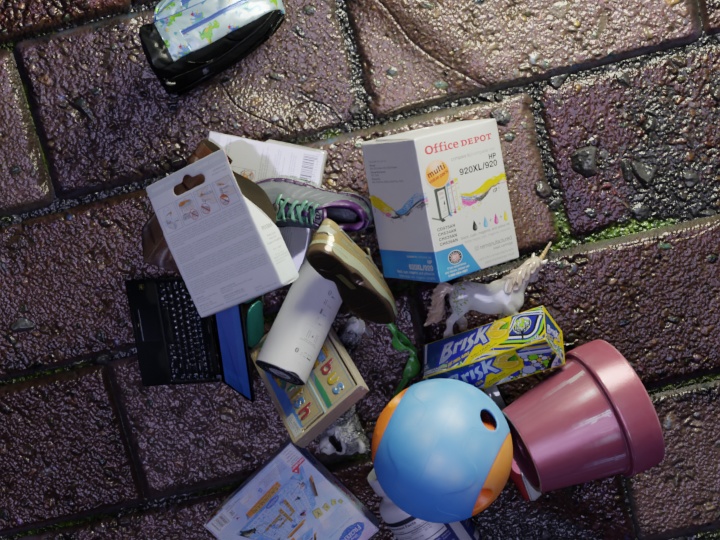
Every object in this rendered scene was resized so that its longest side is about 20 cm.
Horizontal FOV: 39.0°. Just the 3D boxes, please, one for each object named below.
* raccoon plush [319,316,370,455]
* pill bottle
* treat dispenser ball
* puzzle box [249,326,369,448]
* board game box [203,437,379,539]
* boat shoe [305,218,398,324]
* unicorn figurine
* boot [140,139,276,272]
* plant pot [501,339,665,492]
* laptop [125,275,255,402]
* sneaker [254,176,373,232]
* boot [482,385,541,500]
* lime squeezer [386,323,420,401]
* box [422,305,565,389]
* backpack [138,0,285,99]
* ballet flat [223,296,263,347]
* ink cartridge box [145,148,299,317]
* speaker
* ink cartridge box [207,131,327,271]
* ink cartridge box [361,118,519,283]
[{"bbox_3d":[-0.012,0.190,1.549,0.134,0.097,0.200,34,100,-12],"label":"raccoon plush"},{"bbox_3d":[0.099,0.378,1.564,0.111,0.111,0.200,-33,97,8],"label":"pill bottle"},{"bbox_3d":[0.115,0.254,1.436,0.200,0.201,0.202,1,101,3],"label":"treat dispenser ball"},{"bbox_3d":[-0.080,0.147,1.502,0.133,0.200,0.025,-42,137,8],"label":"puzzle box"},{"bbox_3d":[-0.108,0.401,1.613,0.200,0.041,0.200,-43,95,9],"label":"board game box"},{"bbox_3d":[0.000,0.000,1.446,0.071,0.076,0.200,-6,142,30],"label":"boat shoe"},{"bbox_3d":[0.199,0.044,1.511,0.199,0.074,0.138,-6,120,-13],"label":"unicorn figurine"},{"bbox_3d":[-0.227,-0.058,1.461,0.200,0.064,0.186,-52,58,18],"label":"boot"},{"bbox_3d":[0.308,0.224,1.461,0.179,0.200,0.201,-24,99,-8],"label":"plant pot"},{"bbox_3d":[-0.257,0.105,1.523,0.199,0.103,0.178,-4,106,6],"label":"laptop"},{"bbox_3d":[-0.080,-0.092,1.454,0.199,0.088,0.075,4,101,0],"label":"sneaker"},{"bbox_3d":[0.183,0.281,1.565,0.144,0.072,0.201,-27,90,8],"label":"boot"},{"bbox_3d":[0.055,0.126,1.564,0.070,0.038,0.201,-4,103,35],"label":"lime squeezer"},{"bbox_3d":[0.191,0.123,1.481,0.199,0.064,0.070,-21,132,26],"label":"box"},{"bbox_3d":[-0.204,-0.346,1.426,0.199,0.163,0.154,-18,85,0],"label":"backpack"},{"bbox_3d":[-0.176,0.031,1.505,0.074,0.074,0.201,12,127,0],"label":"ballet flat"},{"bbox_3d":[-0.193,-0.051,1.398,0.160,0.047,0.201,-21,94,33],"label":"ink cartridge box"},{"bbox_3d":[-0.075,0.061,1.476,0.081,0.081,0.201,25,73,-2],"label":"speaker"},{"bbox_3d":[-0.153,-0.097,1.521,0.175,0.045,0.201,11,100,0],"label":"ink cartridge box"},{"bbox_3d":[0.111,-0.100,1.431,0.147,0.144,0.201,-17,102,-29],"label":"ink cartridge box"}]
